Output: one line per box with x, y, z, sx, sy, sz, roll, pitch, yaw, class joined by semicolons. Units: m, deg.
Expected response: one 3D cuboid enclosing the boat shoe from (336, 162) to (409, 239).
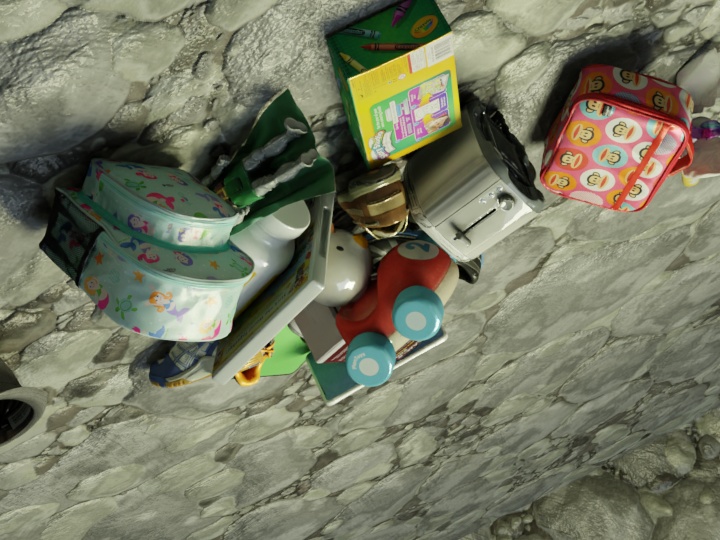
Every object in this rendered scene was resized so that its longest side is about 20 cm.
0.018;-0.072;1.579;0.075;0.075;0.200;-23;179;-2;boat shoe

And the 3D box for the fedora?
-0.459;0.148;1.564;0.176;0.091;0.200;-30;162;11;fedora

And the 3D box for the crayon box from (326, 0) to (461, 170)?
0.040;-0.196;1.434;0.118;0.059;0.200;-25;156;-4;crayon box

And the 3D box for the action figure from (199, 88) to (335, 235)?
-0.125;-0.091;1.438;0.199;0.119;0.054;-32;165;36;action figure

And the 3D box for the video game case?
-0.101;0.014;1.584;0.023;0.183;0.200;32;125;-22;video game case

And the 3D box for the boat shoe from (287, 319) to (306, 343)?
-0.049;0.083;1.882;0.066;0.070;0.199;-40;160;23;boat shoe

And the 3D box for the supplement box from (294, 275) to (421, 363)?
-0.006;0.063;1.824;0.061;0.110;0.199;-41;156;27;supplement box

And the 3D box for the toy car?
0.000;0.000;1.655;0.177;0.200;0.185;-45;-168;28;toy car

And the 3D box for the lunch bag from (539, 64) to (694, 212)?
0.327;-0.159;1.685;0.174;0.083;0.201;16;147;-2;lunch bag

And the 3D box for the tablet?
0.021;0.112;1.951;0.199;0.130;0.014;-29;124;-1;tablet

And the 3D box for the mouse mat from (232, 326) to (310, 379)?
-0.100;0.099;1.939;0.160;0.008;0.200;0;143;-46;mouse mat

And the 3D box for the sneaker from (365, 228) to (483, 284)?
0.065;-0.007;1.780;0.197;0.084;0.071;-3;155;-3;sneaker

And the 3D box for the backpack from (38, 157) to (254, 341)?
-0.205;-0.017;1.369;0.176;0.200;0.152;4;122;-47;backpack

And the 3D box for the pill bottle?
-0.145;-0.016;1.546;0.104;0.105;0.200;3;142;-49;pill bottle

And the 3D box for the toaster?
0.126;-0.106;1.575;0.129;0.201;0.113;-39;121;19;toaster

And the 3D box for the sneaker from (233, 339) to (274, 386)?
-0.137;0.078;1.774;0.077;0.078;0.201;-13;151;-25;sneaker

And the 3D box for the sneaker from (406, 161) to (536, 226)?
0.130;-0.077;1.744;0.198;0.075;0.107;-16;154;-25;sneaker

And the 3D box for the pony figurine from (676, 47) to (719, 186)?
0.442;-0.179;1.780;0.199;0.169;0.192;15;158;-42;pony figurine

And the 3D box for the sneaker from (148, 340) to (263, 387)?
-0.207;0.097;1.758;0.199;0.089;0.075;-17;-177;39;sneaker
